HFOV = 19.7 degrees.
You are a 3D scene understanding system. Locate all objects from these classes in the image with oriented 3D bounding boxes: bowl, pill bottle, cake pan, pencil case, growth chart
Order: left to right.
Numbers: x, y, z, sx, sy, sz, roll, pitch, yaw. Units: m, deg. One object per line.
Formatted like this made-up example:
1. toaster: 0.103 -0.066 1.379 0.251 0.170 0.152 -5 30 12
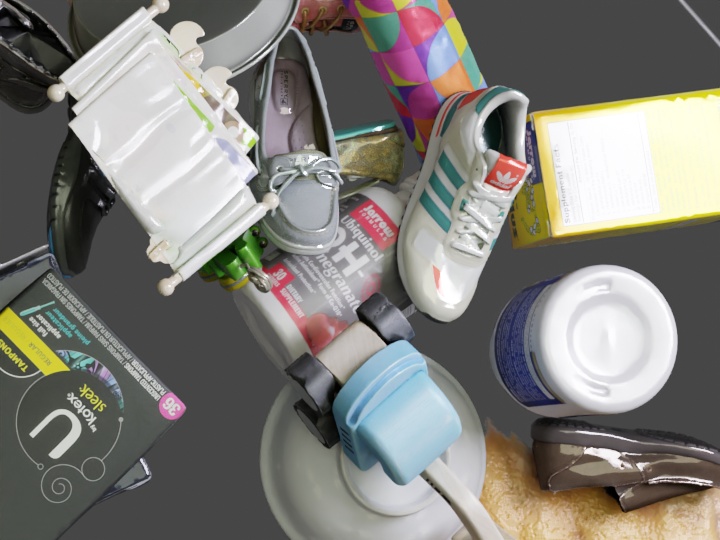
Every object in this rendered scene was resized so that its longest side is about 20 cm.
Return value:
1. growth chart: -0.148 -0.101 1.617 0.144 0.018 0.201 -34 97 -23
2. cake pan: -0.149 -0.230 1.712 0.199 0.037 0.201 -6 51 7
3. pill bottle: 0.000 0.000 1.745 0.200 0.111 0.111 -35 93 -13
4. bowl: 0.020 0.158 1.746 0.200 0.090 0.203 1 85 -12
5. pencil case: 0.055 -0.174 1.757 0.088 0.088 0.201 -33 118 -13
6. pill bottle: 0.176 0.063 1.732 0.119 0.200 0.121 1 85 -13

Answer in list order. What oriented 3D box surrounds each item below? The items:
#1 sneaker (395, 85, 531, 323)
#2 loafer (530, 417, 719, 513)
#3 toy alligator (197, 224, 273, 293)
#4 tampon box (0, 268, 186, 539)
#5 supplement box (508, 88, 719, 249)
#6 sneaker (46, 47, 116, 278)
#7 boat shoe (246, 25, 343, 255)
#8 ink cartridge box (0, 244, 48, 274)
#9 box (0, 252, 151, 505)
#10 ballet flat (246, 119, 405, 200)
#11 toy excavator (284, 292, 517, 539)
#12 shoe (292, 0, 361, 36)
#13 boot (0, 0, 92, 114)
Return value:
1. sneaker: 0.089 -0.058 1.675 0.070 0.093 0.201 21 74 -24
2. loafer: 0.240 0.175 1.810 0.199 0.073 0.072 9 93 -7
3. toy alligator: -0.102 -0.021 1.685 0.054 0.200 0.059 -41 116 -16
4. tampon box: -0.256 0.123 1.549 0.150 0.126 0.200 45 77 -4
5. supplement box: 0.232 -0.088 1.806 0.199 0.109 0.110 -8 86 -14
6. sneaker: -0.213 -0.089 1.725 0.081 0.073 0.201 12 82 -10
7. boat shoe: -0.054 -0.105 1.696 0.074 0.065 0.203 2 56 -11
8. ink cartridge box: -0.357 -0.004 1.664 0.199 0.116 0.068 -24 91 -14
9. box: -0.300 0.119 1.664 0.196 0.117 0.201 -24 91 -14
10. ballet flat: -0.056 -0.085 1.768 0.199 0.071 0.071 -8 86 -13
11. toy excavator: 0.046 0.145 1.647 0.100 0.195 0.200 -39 65 -13
12. shoe: -0.042 -0.227 1.778 0.091 0.071 0.200 42 74 -2
13. boot: -0.304 -0.201 1.663 0.199 0.174 0.069 35 79 -8
